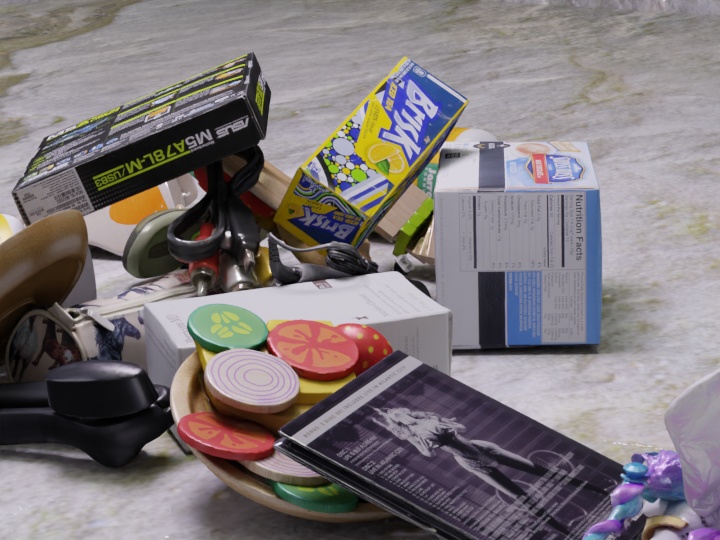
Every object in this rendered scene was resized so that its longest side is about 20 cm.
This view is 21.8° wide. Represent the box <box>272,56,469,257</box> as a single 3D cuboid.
[{"bbox_3d":[0.011,-0.090,1.499,0.070,0.064,0.200,35,42,4],"label":"box"}]

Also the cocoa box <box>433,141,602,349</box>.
[{"bbox_3d":[0.129,-0.025,1.536,0.131,0.134,0.200,-1,14,4],"label":"cocoa box"}]

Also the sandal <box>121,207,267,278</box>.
[{"bbox_3d":[-0.133,-0.029,1.726,0.057,0.080,0.201,29,36,31],"label":"sandal"}]

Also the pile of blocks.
[{"bbox_3d":[0.089,-0.025,1.704,0.200,0.062,0.082,15,60,-1],"label":"pile of blocks"}]

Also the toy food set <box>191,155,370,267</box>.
[{"bbox_3d":[-0.070,-0.053,1.627,0.200,0.049,0.198,35,4,-8],"label":"toy food set"}]

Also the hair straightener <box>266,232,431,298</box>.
[{"bbox_3d":[0.000,0.000,1.425,0.077,0.041,0.200,-34,-35,22],"label":"hair straightener"}]

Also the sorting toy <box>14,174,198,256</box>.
[{"bbox_3d":[-0.266,-0.065,1.860,0.180,0.107,0.200,-21,14,4],"label":"sorting toy"}]

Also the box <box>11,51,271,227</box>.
[{"bbox_3d":[-0.171,-0.105,1.501,0.200,0.048,0.193,-22,14,4],"label":"box"}]

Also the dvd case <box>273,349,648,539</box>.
[{"bbox_3d":[0.069,0.118,1.103,0.200,0.016,0.149,27,29,21],"label":"dvd case"}]

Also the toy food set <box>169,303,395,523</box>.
[{"bbox_3d":[-0.026,0.090,1.181,0.198,0.049,0.200,2,33,-21],"label":"toy food set"}]

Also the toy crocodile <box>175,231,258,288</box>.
[{"bbox_3d":[-0.119,0.008,1.575,0.062,0.068,0.200,-24,16,-6],"label":"toy crocodile"}]

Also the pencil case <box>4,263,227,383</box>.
[{"bbox_3d":[-0.167,0.045,1.398,0.200,0.089,0.078,-20,67,-50],"label":"pencil case"}]

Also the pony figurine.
[{"bbox_3d":[0.207,0.129,0.974,0.193,0.167,0.200,-28,-5,43],"label":"pony figurine"}]

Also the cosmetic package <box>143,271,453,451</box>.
[{"bbox_3d":[-0.046,0.062,1.332,0.200,0.081,0.113,-6,17,-20],"label":"cosmetic package"}]

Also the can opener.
[{"bbox_3d":[-0.215,0.094,1.274,0.200,0.079,0.063,-4,21,27],"label":"can opener"}]

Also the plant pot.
[{"bbox_3d":[-0.265,0.036,1.336,0.027,0.200,0.200,46,28,7],"label":"plant pot"}]

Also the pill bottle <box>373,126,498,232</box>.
[{"bbox_3d":[0.075,-0.084,1.809,0.200,0.113,0.113,9,18,32],"label":"pill bottle"}]

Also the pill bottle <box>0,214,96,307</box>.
[{"bbox_3d":[-0.317,0.016,1.472,0.200,0.115,0.114,-8,16,-22],"label":"pill bottle"}]

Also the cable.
[{"bbox_3d":[-0.111,-0.040,1.455,0.097,0.050,0.200,7,32,-17],"label":"cable"}]
